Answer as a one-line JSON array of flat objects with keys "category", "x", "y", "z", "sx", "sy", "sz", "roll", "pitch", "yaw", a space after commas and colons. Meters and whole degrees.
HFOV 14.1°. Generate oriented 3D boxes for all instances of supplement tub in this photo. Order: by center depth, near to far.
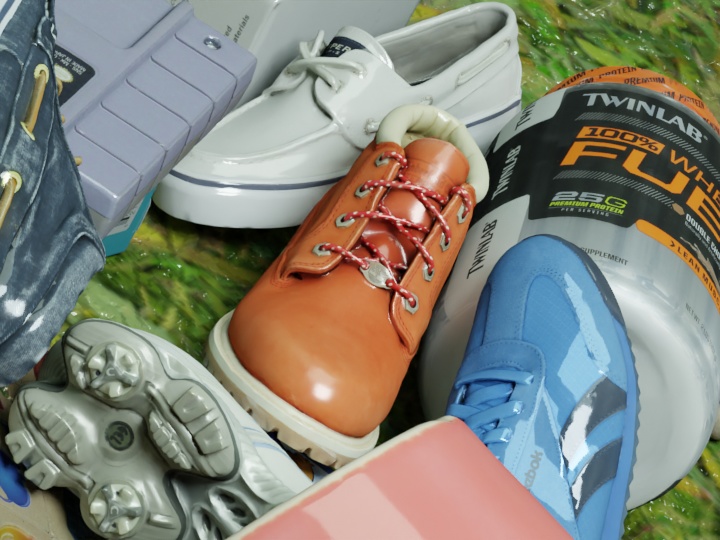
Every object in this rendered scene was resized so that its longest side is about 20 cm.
[{"category": "supplement tub", "x": 0.098, "y": 0.002, "z": 1.217, "sx": 0.122, "sy": 0.123, "sz": 0.200, "roll": 28, "pitch": 33, "yaw": -5}]

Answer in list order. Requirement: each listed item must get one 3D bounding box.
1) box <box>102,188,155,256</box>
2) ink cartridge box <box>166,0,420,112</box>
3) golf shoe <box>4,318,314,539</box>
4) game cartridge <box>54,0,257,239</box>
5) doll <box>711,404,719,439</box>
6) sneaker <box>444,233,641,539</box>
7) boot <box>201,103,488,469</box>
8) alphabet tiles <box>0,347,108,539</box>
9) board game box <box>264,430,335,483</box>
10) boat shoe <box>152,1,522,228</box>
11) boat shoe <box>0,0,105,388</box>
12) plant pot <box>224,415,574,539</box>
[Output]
[{"category": "box", "x": -0.157, "y": -0.098, "z": 1.181, "sx": 0.200, "sy": 0.083, "sz": 0.049, "roll": 45, "pitch": 36, "yaw": 21}, {"category": "ink cartridge box", "x": -0.082, "y": -0.167, "z": 1.330, "sx": 0.200, "sy": 0.085, "sz": 0.146, "roll": 42, "pitch": 35, "yaw": 17}, {"category": "golf shoe", "x": -0.028, "y": 0.094, "z": 0.972, "sx": 0.200, "sy": 0.078, "sz": 0.097, "roll": 52, "pitch": 10, "yaw": 0}, {"category": "game cartridge", "x": -0.149, "y": -0.099, "z": 1.092, "sx": 0.199, "sy": 0.038, "sz": 0.130, "roll": 33, "pitch": 33, "yaw": 5}, {"category": "doll", "x": 0.212, "y": 0.089, "z": 1.261, "sx": 0.136, "sy": 0.049, "sz": 0.200, "roll": 21, "pitch": 27, "yaw": 2}, {"category": "sneaker", "x": 0.051, "y": 0.078, "z": 1.052, "sx": 0.078, "sy": 0.066, "sz": 0.201, "roll": 20, "pitch": 68, "yaw": -41}, {"category": "boot", "x": 0.000, "y": 0.000, "z": 1.126, "sx": 0.075, "sy": 0.107, "sz": 0.200, "roll": 32, "pitch": 23, "yaw": -6}, {"category": "alphabet tiles", "x": -0.112, "y": 0.079, "z": 0.927, "sx": 0.167, "sy": 0.008, "sz": 0.201, "roll": 36, "pitch": 24, "yaw": -39}, {"category": "board game box", "x": -0.073, "y": 0.112, "z": 1.013, "sx": 0.135, "sy": 0.035, "sz": 0.200, "roll": 36, "pitch": 34, "yaw": 8}, {"category": "boat shoe", "x": -0.005, "y": -0.071, "z": 1.251, "sx": 0.199, "sy": 0.066, "sz": 0.072, "roll": -16, "pitch": 32, "yaw": -35}, {"category": "boat shoe", "x": -0.127, "y": -0.047, "z": 0.992, "sx": 0.091, "sy": 0.071, "sz": 0.201, "roll": 47, "pitch": 32, "yaw": -24}, {"category": "plant pot", "x": 0.014, "y": 0.153, "z": 0.839, "sx": 0.200, "sy": 0.200, "sz": 0.178, "roll": -25, "pitch": 80, "yaw": -52}]
